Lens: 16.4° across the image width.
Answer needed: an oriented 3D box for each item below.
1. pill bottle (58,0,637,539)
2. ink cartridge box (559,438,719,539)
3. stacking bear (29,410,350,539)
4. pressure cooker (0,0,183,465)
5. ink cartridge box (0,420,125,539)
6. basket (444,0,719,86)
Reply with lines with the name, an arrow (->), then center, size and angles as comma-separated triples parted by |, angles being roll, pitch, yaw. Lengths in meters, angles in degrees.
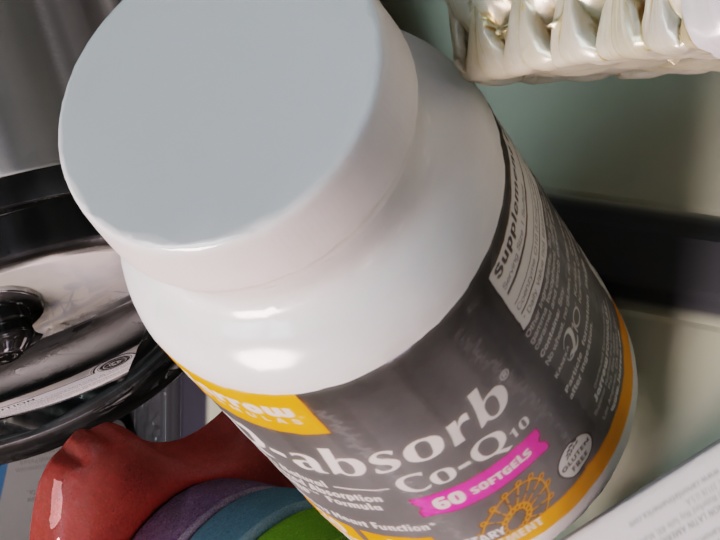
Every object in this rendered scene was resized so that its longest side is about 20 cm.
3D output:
pill bottle -> 0.000, 0.000, 0.718 | 0.116, 0.200, 0.117 | -12, 58, 19
ink cartridge box -> 0.139, 0.144, 0.708 | 0.160, 0.047, 0.201 | -39, 70, 45
stacking bear -> -0.005, 0.133, 0.830 | 0.199, 0.121, 0.115 | 23, 109, 39
pressure cooker -> -0.142, -0.027, 0.917 | 0.176, 0.178, 0.201 | -39, 64, 42
ink cartridge box -> -0.123, 0.167, 0.963 | 0.067, 0.115, 0.201 | -37, 65, 45
basket -> 0.095, -0.149, 0.655 | 0.123, 0.135, 0.202 | -8, 89, 54
